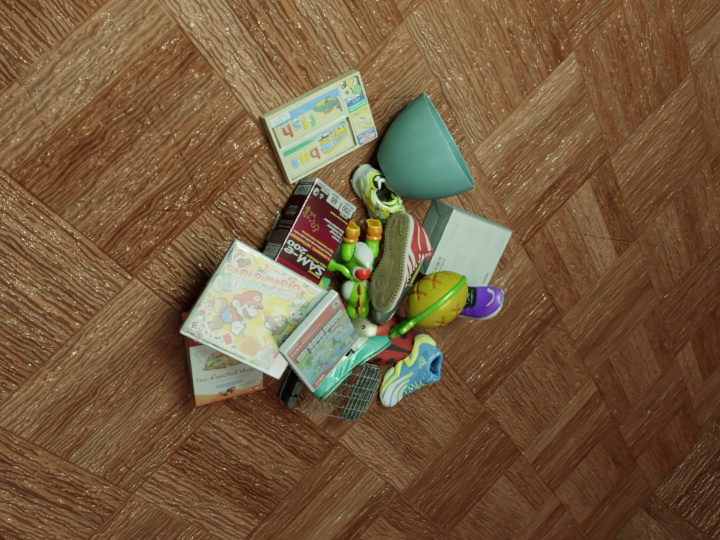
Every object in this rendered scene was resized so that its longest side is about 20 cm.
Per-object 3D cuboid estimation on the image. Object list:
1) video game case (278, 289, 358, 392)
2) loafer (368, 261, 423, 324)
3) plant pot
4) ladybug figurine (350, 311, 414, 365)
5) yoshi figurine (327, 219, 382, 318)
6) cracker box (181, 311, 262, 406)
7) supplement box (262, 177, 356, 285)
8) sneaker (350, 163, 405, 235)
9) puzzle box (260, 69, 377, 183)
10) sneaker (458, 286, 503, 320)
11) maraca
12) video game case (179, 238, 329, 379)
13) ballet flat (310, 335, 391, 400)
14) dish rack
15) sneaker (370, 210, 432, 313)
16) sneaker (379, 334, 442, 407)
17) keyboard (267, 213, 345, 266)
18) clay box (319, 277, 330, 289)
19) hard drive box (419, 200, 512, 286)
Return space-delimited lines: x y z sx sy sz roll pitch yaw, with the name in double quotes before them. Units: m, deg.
"video game case" -0.071 0.135 1.125 0.143 0.017 0.200 -49 153 -16
"loafer" 0.078 0.023 1.284 0.073 0.072 0.201 23 86 -33
"plant pot" 0.112 -0.213 1.158 0.134 0.201 0.200 -28 131 17
"ladybug figurine" 0.051 0.154 1.356 0.200 0.072 0.136 15 104 -38
"yoshi figurine" -0.009 -0.005 1.231 0.112 0.112 0.201 -31 130 -56
"cracker box" -0.252 0.154 1.132 0.133 0.058 0.201 -12 131 -21
"supplement box" -0.100 -0.058 1.122 0.109 0.061 0.201 33 77 -35
"sneaker" 0.052 -0.123 1.217 0.075 0.076 0.200 -47 131 -7
"puzzle box" -0.070 -0.259 1.102 0.200 0.025 0.133 -32 127 -16
"sneaker" 0.221 0.065 1.354 0.099 0.200 0.070 23 70 -33
"maraca" 0.141 0.075 1.271 0.200 0.137 0.107 -38 88 4
"video game case" -0.178 0.071 1.049 0.200 0.023 0.182 31 93 -24
"ballet flat" -0.028 0.178 1.244 0.200 0.067 0.070 -38 94 -16
"dish rack" -0.061 0.245 1.317 0.199 0.055 0.154 18 103 -26
"sneaker" 0.085 -0.007 1.205 0.112 0.071 0.201 22 81 -57
"sneaker" 0.123 0.251 1.430 0.076 0.105 0.200 24 98 -39
"keyboard" -0.090 -0.055 1.201 0.200 0.011 0.056 19 107 -38
"clay box" -0.164 0.038 1.172 0.200 0.048 0.115 15 106 -39
"hard drive box" 0.224 -0.053 1.364 0.200 0.077 0.156 15 104 -37
